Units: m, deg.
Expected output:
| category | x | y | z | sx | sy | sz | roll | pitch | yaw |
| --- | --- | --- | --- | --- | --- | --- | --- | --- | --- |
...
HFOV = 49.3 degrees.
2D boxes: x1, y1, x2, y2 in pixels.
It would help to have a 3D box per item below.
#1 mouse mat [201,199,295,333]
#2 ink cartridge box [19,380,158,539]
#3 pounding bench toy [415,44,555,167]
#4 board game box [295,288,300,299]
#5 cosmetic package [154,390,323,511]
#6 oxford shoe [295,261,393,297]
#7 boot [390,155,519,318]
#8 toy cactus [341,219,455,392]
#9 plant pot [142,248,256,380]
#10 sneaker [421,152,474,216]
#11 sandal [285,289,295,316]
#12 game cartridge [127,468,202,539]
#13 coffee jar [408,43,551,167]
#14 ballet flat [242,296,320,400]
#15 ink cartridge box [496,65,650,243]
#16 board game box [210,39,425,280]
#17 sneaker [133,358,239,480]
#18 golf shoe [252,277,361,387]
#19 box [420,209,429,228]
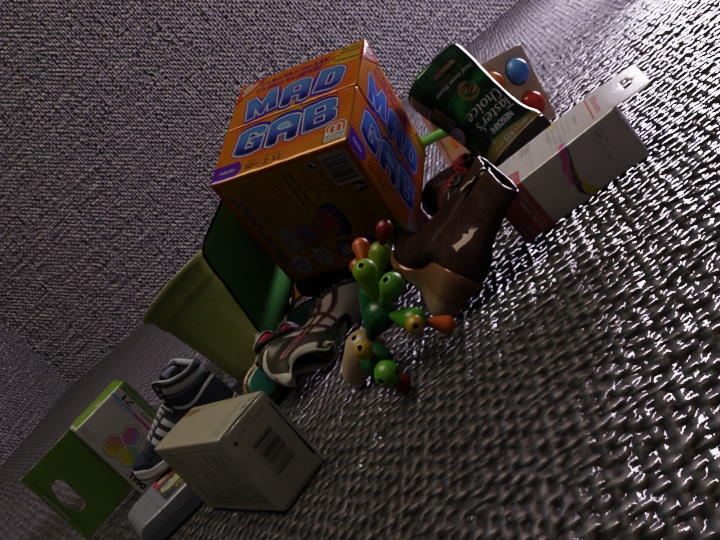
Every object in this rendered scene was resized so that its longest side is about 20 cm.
| category | x | y | z | sx | sy | sz | roll | pitch | yaw |
| --- | --- | --- | --- | --- | --- | --- | --- | --- | --- |
| mouse mat | -0.145 | -0.014 | 1.066 | 0.007 | 0.201 | 0.162 | -10 | 42 | 24 |
| ink cartridge box | -0.388 | 0.291 | 1.199 | 0.200 | 0.148 | 0.076 | -49 | 16 | -24 |
| pounding bench toy | 0.171 | -0.233 | 1.197 | 0.199 | 0.125 | 0.156 | -33 | 7 | -28 |
| board game box | -0.161 | -0.069 | 1.574 | 0.200 | 0.200 | 0.200 | -42 | 12 | -3 |
| cosmetic package | -0.137 | 0.199 | 0.850 | 0.071 | 0.105 | 0.200 | -48 | 15 | -32 |
| oxford shoe | 0.000 | 0.000 | 1.136 | 0.199 | 0.084 | 0.073 | -18 | 63 | 20 |
| boot | 0.107 | -0.050 | 0.891 | 0.167 | 0.072 | 0.200 | -65 | 21 | 17 |
| toy cactus | 0.023 | 0.059 | 0.844 | 0.166 | 0.101 | 0.201 | 112 | 153 | -42 |
| plant pot | -0.221 | 0.072 | 1.289 | 0.200 | 0.184 | 0.200 | -47 | 1 | 1 |
| sneaker | 0.128 | -0.098 | 1.102 | 0.098 | 0.071 | 0.201 | -36 | 12 | 23 |
| sandal | -0.130 | 0.030 | 1.247 | 0.076 | 0.202 | 0.043 | -1 | -23 | -44 |
| game cartridge | -0.218 | 0.266 | 1.027 | 0.200 | 0.041 | 0.133 | -48 | 18 | -21 |
| coffee jar | 0.168 | -0.210 | 1.076 | 0.104 | 0.200 | 0.085 | -45 | -13 | -11 |
| ballet flat | -0.104 | 0.114 | 1.122 | 0.200 | 0.070 | 0.065 | -46 | -1 | -33 |
| ink cartridge box | 0.243 | -0.131 | 0.869 | 0.200 | 0.068 | 0.117 | -39 | 13 | 23 |
| board game box | -0.046 | -0.143 | 1.060 | 0.198 | 0.200 | 0.201 | -14 | 46 | 24 |
| sneaker | -0.259 | 0.195 | 1.056 | 0.200 | 0.109 | 0.070 | -37 | 13 | 20 |
| golf shoe | -0.046 | 0.086 | 1.055 | 0.199 | 0.078 | 0.088 | -33 | 47 | -19 |
| box | 0.027 | -0.080 | 1.286 | 0.103 | 0.095 | 0.200 | -43 | 12 | -7 |
